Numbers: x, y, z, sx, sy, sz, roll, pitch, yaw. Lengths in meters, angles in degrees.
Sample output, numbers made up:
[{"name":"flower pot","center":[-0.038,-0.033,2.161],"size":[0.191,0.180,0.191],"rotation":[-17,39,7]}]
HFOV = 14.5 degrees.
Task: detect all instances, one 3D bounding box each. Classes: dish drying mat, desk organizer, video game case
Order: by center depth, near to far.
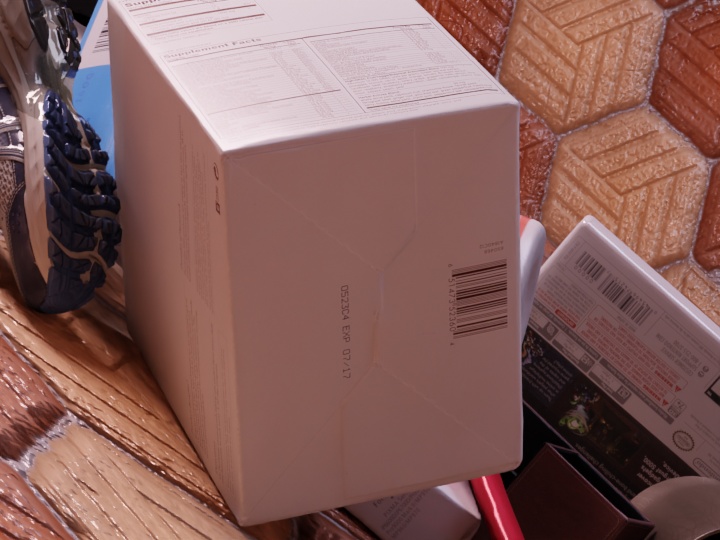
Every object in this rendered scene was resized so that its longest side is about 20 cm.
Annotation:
[{"name":"dish drying mat","center":[0.079,0.144,1.490],"size":[0.201,0.018,0.077],"rotation":[-109,177,-51]},{"name":"desk organizer","center":[0.073,0.112,1.672],"size":[0.200,0.077,0.072],"rotation":[43,8,20]},{"name":"video game case","center":[0.168,0.094,1.861],"size":[0.200,0.182,0.023],"rotation":[41,22,3]}]

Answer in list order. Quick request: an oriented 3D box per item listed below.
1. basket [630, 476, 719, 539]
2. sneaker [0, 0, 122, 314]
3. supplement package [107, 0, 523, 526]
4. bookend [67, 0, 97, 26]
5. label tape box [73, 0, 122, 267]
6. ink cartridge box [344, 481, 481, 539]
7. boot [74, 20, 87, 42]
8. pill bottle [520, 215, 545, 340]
[{"name":"basket","center":[0.222,0.205,1.697],"size":[0.181,0.136,0.200],"rotation":[52,0,-13]},{"name":"sneaker","center":[-0.176,-0.060,1.399],"size":[0.077,0.085,0.201],"rotation":[42,30,-56]},{"name":"supplement package","center":[-0.023,-0.020,1.353],"size":[0.146,0.193,0.200],"rotation":[-10,28,-16]},{"name":"bookend","center":[-0.192,-0.195,1.906],"size":[0.197,0.093,0.200],"rotation":[19,-11,-7]},{"name":"label tape box","center":[-0.077,-0.055,1.524],"size":[0.066,0.144,0.200],"rotation":[-2,-33,38]},{"name":"ink cartridge box","center":[-0.026,0.069,1.543],"size":[0.200,0.057,0.163],"rotation":[44,7,-10]},{"name":"boot","center":[-0.193,-0.102,1.569],"size":[0.150,0.074,0.200],"rotation":[26,32,16]},{"name":"pill bottle","center":[0.000,0.000,1.647],"size":[0.199,0.113,0.112],"rotation":[15,4,8]}]
